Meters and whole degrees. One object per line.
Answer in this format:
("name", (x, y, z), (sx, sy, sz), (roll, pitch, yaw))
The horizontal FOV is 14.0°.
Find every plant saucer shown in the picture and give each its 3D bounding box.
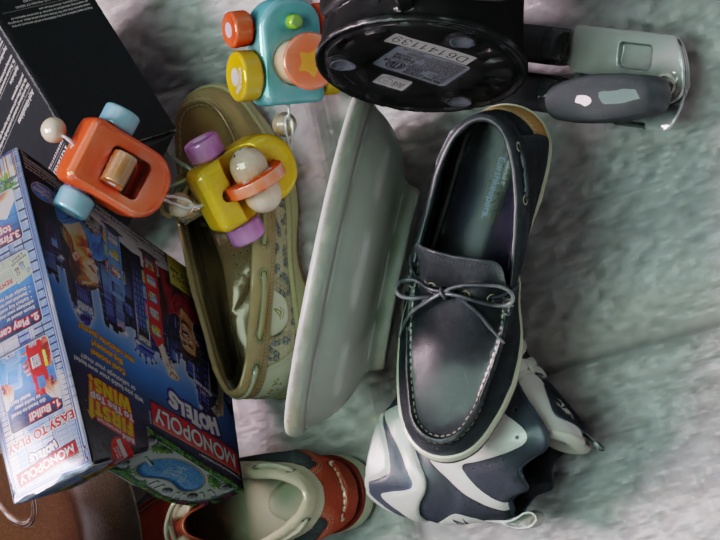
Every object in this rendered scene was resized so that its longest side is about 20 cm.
("plant saucer", (0.000, 0.000, 1.679), (0.050, 0.200, 0.201), (11, 101, 2))
("plant saucer", (-0.213, 0.133, 1.875), (0.200, 0.032, 0.201), (32, 136, 37))

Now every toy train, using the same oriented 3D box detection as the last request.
("toy train", (-0.086, -0.097, 1.721), (0.201, 0.150, 0.056), (-59, 25, -11))

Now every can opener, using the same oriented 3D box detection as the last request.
("can opener", (0.094, -0.114, 1.651), (0.199, 0.067, 0.054), (10, 98, 37))

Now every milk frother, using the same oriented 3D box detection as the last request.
("milk frother", (0.049, -0.212, 1.574), (0.199, 0.180, 0.189), (-15, 62, 41))

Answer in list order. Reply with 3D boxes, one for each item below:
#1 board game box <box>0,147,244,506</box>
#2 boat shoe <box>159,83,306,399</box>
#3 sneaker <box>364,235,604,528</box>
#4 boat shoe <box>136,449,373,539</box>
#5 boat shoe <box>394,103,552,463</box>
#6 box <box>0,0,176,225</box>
("board game box", (-0.154, 0.062, 1.725), (0.061, 0.200, 0.201), (-27, 50, 24))
("boat shoe", (-0.077, -0.019, 1.791), (0.073, 0.063, 0.201), (-26, 76, 36))
("sneaker", (0.086, 0.055, 1.664), (0.129, 0.079, 0.200), (15, 89, 24))
("boat shoe", (-0.083, 0.152, 1.805), (0.199, 0.062, 0.072), (-16, 84, 39))
("boat shoe", (0.057, 0.005, 1.606), (0.074, 0.062, 0.201), (13, 91, 22))
("box", (-0.207, -0.072, 1.844), (0.142, 0.079, 0.200), (59, 143, 22))
